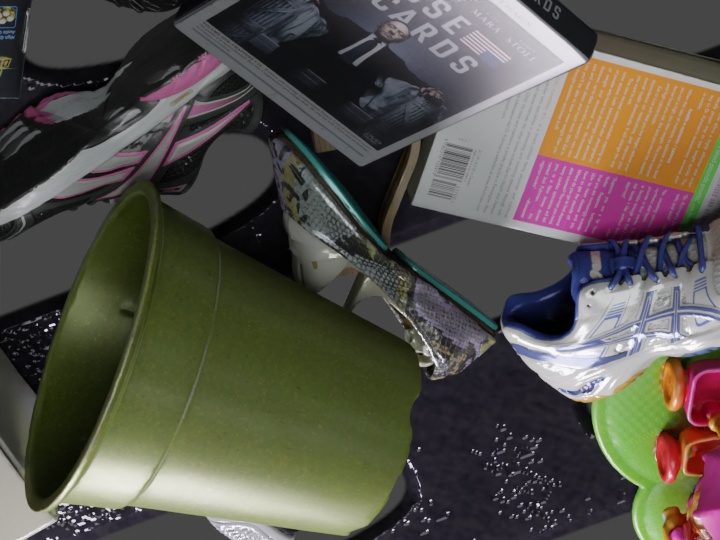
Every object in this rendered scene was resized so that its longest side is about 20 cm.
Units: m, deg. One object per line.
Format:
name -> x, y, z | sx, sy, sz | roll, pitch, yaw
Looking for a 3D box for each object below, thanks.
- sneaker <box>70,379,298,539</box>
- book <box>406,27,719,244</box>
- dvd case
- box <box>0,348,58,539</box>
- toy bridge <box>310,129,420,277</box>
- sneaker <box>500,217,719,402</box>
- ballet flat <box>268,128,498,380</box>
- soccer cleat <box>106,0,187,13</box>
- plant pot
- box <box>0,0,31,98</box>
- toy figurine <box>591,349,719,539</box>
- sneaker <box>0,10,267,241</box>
sneaker -> -0.093, 0.090, 1.467 | 0.200, 0.075, 0.115 | 36, 104, -25
book -> 0.144, -0.079, 1.432 | 0.200, 0.048, 0.134 | 13, 116, -12
dvd case -> 0.011, -0.134, 1.277 | 0.150, 0.025, 0.200 | 36, 146, -25
box -> -0.298, 0.134, 1.428 | 0.200, 0.128, 0.109 | -30, 114, 6
toy bridge -> 0.002, -0.089, 1.418 | 0.067, 0.027, 0.200 | -11, 117, -2
sneaker -> 0.175, 0.013, 1.430 | 0.200, 0.075, 0.088 | -35, 125, 30
ballet flat -> 0.000, 0.000, 1.404 | 0.072, 0.072, 0.200 | -41, 115, 12
soccer cleat -> -0.091, -0.191, 1.347 | 0.200, 0.073, 0.068 | 10, 135, 7
plant pot -> -0.073, 0.070, 1.349 | 0.190, 0.200, 0.200 | 19, 111, -19
box -> -0.281, -0.176, 1.295 | 0.200, 0.046, 0.159 | -4, 117, -30
toy figurine -> 0.236, 0.146, 1.470 | 0.150, 0.184, 0.200 | 0, 115, -7
sneaker -> -0.141, -0.068, 1.386 | 0.200, 0.080, 0.086 | -30, 128, 14
